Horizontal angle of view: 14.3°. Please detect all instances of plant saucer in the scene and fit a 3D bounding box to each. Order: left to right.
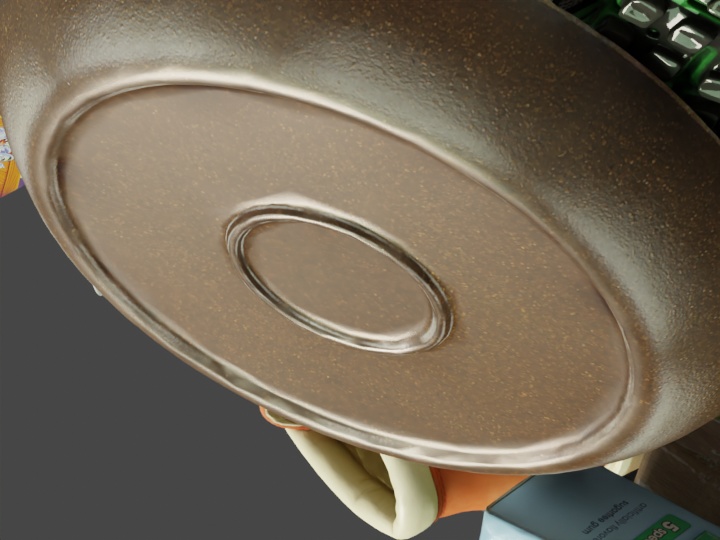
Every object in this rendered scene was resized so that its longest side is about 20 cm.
[{"bbox_3d":[0.000,-0.008,0.663,0.200,0.032,0.200,19,152,11],"label":"plant saucer"}]

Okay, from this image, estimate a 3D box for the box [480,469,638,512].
[{"bbox_3d":[0.039,0.004,1.013,0.200,0.049,0.162,22,131,56],"label":"box"}]

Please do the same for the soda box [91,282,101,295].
[{"bbox_3d":[-0.084,-0.065,0.945,0.200,0.068,0.064,72,178,-67],"label":"soda box"}]

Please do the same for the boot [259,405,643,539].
[{"bbox_3d":[0.000,0.000,0.911,0.200,0.107,0.075,51,152,33],"label":"boot"}]

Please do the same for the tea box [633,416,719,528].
[{"bbox_3d":[0.185,0.122,0.802,0.200,0.134,0.197,30,-153,24],"label":"tea box"}]

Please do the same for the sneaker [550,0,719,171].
[{"bbox_3d":[0.080,-0.057,0.638,0.078,0.085,0.200,33,153,-19],"label":"sneaker"}]

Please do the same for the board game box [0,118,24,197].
[{"bbox_3d":[-0.135,-0.107,0.983,0.200,0.134,0.045,50,-165,-56],"label":"board game box"}]

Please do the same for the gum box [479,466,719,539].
[{"bbox_3d":[0.108,0.163,0.714,0.200,0.170,0.045,27,-147,27],"label":"gum box"}]
